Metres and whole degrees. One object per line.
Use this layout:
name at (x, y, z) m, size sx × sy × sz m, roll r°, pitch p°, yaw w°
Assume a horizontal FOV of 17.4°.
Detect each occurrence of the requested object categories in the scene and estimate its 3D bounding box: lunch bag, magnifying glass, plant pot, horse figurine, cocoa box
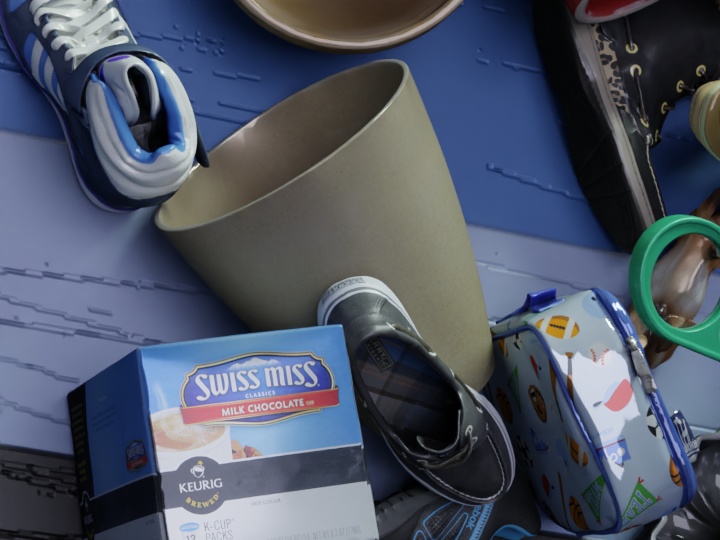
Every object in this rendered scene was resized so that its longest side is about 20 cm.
lunch bag at (0.141, 0.087, 1.516) m, size 0.075 × 0.200 × 0.161 m, roll -22°, pitch 89°, yaw -13°
magnifying glass at (0.244, 0.046, 1.546) m, size 0.080 × 0.022 × 0.200 m, roll -46°, pitch 112°, yaw -14°
plant pot at (-0.012, -0.239, 1.566) m, size 0.199 × 0.093 × 0.203 m, roll 1°, pitch 86°, yaw -8°
plant pot at (0.000, 0.000, 1.506) m, size 0.187 × 0.187 × 0.201 m, roll -40°, pitch 109°, yaw -21°
horse figurine at (0.219, 0.015, 1.611) m, size 0.050 × 0.133 × 0.201 m, roll 29°, pitch 82°, yaw 2°
cocoa box at (-0.089, 0.116, 1.427) m, size 0.132 × 0.200 × 0.132 m, roll -6°, pitch 81°, yaw -20°

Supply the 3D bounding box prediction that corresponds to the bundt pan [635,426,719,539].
bundt pan at (0.272, 0.197, 1.609) m, size 0.200 × 0.076 × 0.204 m, roll 3°, pitch 80°, yaw -19°

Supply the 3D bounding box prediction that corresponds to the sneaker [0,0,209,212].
sneaker at (-0.160, -0.137, 1.475) m, size 0.080 × 0.146 × 0.201 m, roll -21°, pitch 88°, yaw -22°

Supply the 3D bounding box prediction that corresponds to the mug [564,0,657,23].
mug at (0.141, -0.269, 1.593) m, size 0.133 × 0.178 × 0.201 m, roll -17°, pitch 74°, yaw -32°

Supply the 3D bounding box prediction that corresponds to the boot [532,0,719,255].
boot at (0.216, -0.123, 1.652) m, size 0.150 × 0.073 × 0.201 m, roll -16°, pitch 81°, yaw -22°

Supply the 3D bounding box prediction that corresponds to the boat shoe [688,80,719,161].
boat shoe at (0.286, -0.097, 1.627) m, size 0.199 × 0.066 × 0.075 m, roll 9°, pitch 99°, yaw -43°

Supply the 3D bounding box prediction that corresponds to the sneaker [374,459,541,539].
sneaker at (0.033, 0.180, 1.528) m, size 0.199 × 0.073 × 0.082 m, roll -31°, pitch 93°, yaw -21°

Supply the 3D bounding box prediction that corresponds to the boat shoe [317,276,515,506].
boat shoe at (0.042, 0.087, 1.441) m, size 0.070 × 0.066 × 0.201 m, roll -30°, pitch 125°, yaw 3°
